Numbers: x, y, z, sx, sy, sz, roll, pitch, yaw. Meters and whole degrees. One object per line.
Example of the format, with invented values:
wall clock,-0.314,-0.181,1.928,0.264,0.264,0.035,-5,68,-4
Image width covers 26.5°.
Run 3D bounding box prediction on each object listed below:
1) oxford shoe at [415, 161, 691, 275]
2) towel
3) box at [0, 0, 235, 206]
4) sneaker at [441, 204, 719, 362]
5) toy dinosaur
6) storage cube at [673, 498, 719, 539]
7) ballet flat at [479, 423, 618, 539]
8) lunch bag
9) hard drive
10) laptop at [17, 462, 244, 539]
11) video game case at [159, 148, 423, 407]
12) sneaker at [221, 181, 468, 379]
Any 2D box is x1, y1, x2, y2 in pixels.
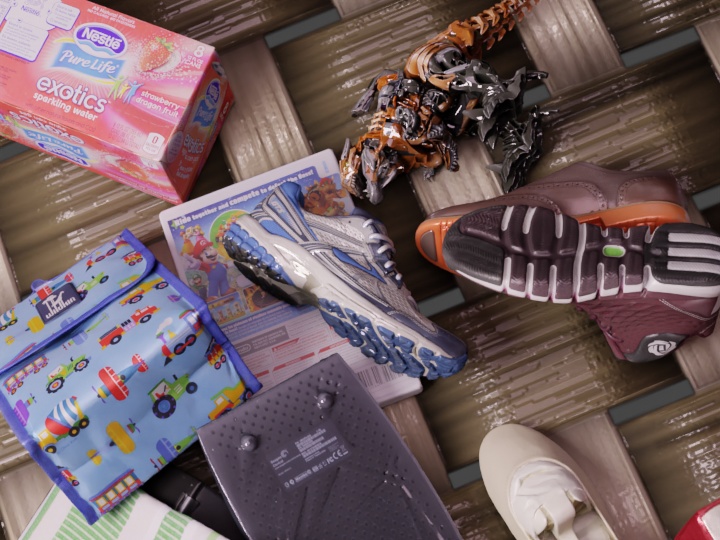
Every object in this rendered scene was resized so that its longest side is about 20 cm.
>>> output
oxford shoe,0.140,-0.037,1.123,0.199,0.072,0.073,-2,48,5
towel,-0.170,0.219,1.013,0.199,0.023,0.153,20,72,42
box,-0.209,-0.141,1.166,0.199,0.095,0.103,21,75,11
sneaker,0.156,0.021,1.070,0.199,0.116,0.076,7,51,14
toy dinosaur,0.067,-0.132,1.142,0.135,0.102,0.201,32,99,31
storage cube,0.313,0.201,0.958,0.199,0.180,0.172,-27,71,-5
ballet flat,0.148,0.184,1.040,0.069,0.070,0.200,-32,71,-5
lunch bag,-0.188,0.056,1.088,0.150,0.094,0.200,-38,39,-10
hard drive,-0.015,0.170,1.045,0.134,0.042,0.201,-28,78,-27
laptop,-0.149,0.241,1.080,0.199,0.116,0.188,21,72,42
video game case,-0.054,0.022,1.138,0.142,0.018,0.201,-20,71,-1
sneaker,0.000,0.000,1.093,0.199,0.077,0.085,33,74,14
